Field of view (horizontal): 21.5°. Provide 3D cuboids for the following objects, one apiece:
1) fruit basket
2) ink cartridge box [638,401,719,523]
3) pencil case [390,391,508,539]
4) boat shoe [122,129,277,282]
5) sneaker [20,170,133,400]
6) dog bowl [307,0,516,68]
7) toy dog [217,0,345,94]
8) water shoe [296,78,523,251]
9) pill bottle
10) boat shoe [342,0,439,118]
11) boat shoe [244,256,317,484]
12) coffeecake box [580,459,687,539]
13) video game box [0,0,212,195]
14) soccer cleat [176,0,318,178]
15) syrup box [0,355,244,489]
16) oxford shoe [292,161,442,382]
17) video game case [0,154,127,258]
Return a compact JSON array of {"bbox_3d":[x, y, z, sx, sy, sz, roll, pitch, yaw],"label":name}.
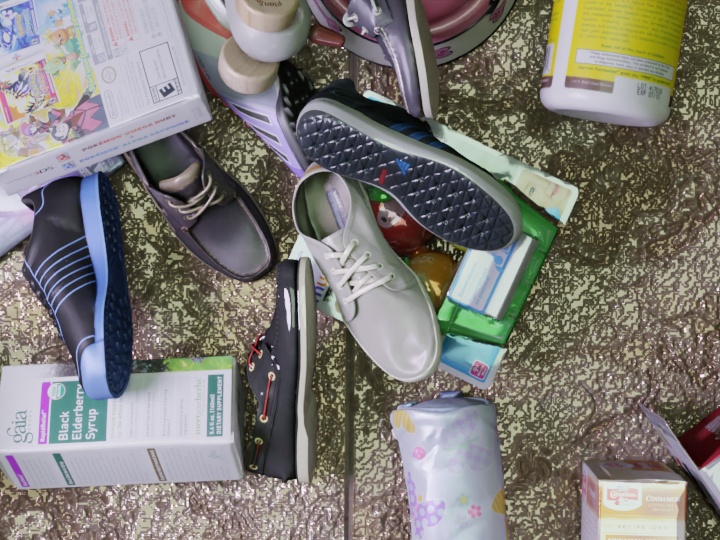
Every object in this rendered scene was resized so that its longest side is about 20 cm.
[{"bbox_3d":[0.055,-0.026,1.560,0.199,0.094,0.186,26,91,0],"label":"fruit basket"},{"bbox_3d":[0.309,0.158,1.495,0.084,0.200,0.176,-36,89,2],"label":"ink cartridge box"},{"bbox_3d":[0.077,0.203,1.567,0.090,0.083,0.202,-6,90,7],"label":"pencil case"},{"bbox_3d":[-0.147,-0.069,1.579,0.074,0.073,0.200,-41,92,6],"label":"boat shoe"},{"bbox_3d":[-0.236,0.017,1.554,0.077,0.070,0.202,-13,64,11],"label":"sneaker"},{"bbox_3d":[0.041,-0.272,1.574,0.198,0.074,0.202,0,89,3],"label":"dog bowl"},{"bbox_3d":[-0.063,-0.240,1.522,0.095,0.132,0.202,4,76,-16],"label":"toy dog"},{"bbox_3d":[0.048,-0.092,1.502,0.199,0.079,0.072,30,131,1],"label":"water shoe"},{"bbox_3d":[0.213,-0.224,1.546,0.108,0.109,0.202,9,91,3],"label":"pill bottle"},{"bbox_3d":[0.016,-0.213,1.507,0.062,0.073,0.202,-14,84,10],"label":"boat shoe"},{"bbox_3d":[-0.066,0.083,1.554,0.062,0.074,0.203,6,116,6],"label":"boat shoe"},{"bbox_3d":[0.217,0.260,1.524,0.072,0.154,0.202,1,90,2],"label":"coffeecake box"},{"bbox_3d":[-0.232,-0.179,1.549,0.181,0.047,0.201,-19,61,0],"label":"video game box"},{"bbox_3d":[-0.090,-0.155,1.593,0.073,0.068,0.201,-28,96,30],"label":"soccer cleat"},{"bbox_3d":[-0.198,0.127,1.571,0.198,0.082,0.079,-2,61,2],"label":"syrup box"},{"bbox_3d":[0.000,0.000,1.517,0.075,0.058,0.201,-30,79,17],"label":"oxford shoe"},{"bbox_3d":[-0.319,-0.091,1.614,0.199,0.019,0.143,-36,91,3],"label":"video game case"}]
